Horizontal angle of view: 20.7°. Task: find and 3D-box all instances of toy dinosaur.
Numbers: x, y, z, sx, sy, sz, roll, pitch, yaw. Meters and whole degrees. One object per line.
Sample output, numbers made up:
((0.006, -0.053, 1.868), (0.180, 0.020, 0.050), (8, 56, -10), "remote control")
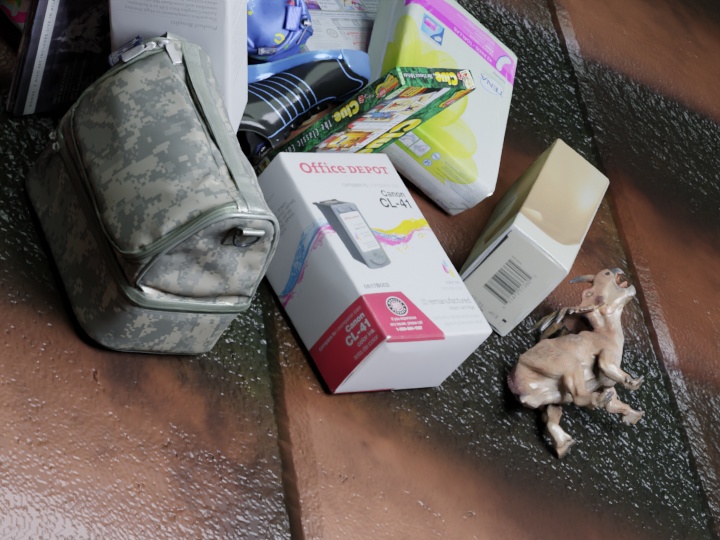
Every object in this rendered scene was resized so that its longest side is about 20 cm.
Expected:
((0.185, 0.085, 1.801), (0.199, 0.086, 0.136), (-21, 57, -37), "toy dinosaur")

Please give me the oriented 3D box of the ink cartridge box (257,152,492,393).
((0.000, 0.000, 1.686), (0.147, 0.086, 0.201), (-3, 56, -48), "ink cartridge box")

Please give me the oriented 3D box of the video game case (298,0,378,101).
((-0.030, -0.251, 1.976), (0.199, 0.045, 0.182), (-6, 59, -51), "video game case")

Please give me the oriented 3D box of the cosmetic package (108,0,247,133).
((-0.144, -0.197, 1.569), (0.101, 0.201, 0.074), (9, 46, 5), "cosmetic package")

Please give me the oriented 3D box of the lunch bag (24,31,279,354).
((-0.150, -0.060, 1.512), (0.139, 0.168, 0.201), (8, 46, -42), "lunch bag")

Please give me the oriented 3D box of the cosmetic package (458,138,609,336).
((0.164, -0.034, 1.886), (0.071, 0.105, 0.200), (40, 31, -5), "cosmetic package")

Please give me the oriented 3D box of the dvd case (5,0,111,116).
((-0.194, -0.206, 1.623), (0.199, 0.149, 0.016), (-17, 47, -43), "dvd case")

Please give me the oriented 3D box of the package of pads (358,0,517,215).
((0.075, -0.171, 1.924), (0.154, 0.068, 0.201), (38, 46, -28), "package of pads")

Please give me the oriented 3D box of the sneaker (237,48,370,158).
((-0.075, -0.141, 1.717), (0.199, 0.070, 0.078), (-12, 81, -25), "sneaker")

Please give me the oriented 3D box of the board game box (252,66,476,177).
((-0.003, -0.121, 1.714), (0.104, 0.200, 0.024), (-9, 72, -50), "board game box")

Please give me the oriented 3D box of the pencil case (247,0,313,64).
((-0.084, -0.228, 1.781), (0.086, 0.079, 0.200), (18, 3, -1), "pencil case")

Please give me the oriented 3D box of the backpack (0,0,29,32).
((-0.228, -0.271, 1.700), (0.200, 0.151, 0.178), (-21, 70, -50), "backpack")

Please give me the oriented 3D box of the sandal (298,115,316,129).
((-0.106, -0.162, 1.780), (0.199, 0.054, 0.081), (-9, 58, -47), "sandal")
